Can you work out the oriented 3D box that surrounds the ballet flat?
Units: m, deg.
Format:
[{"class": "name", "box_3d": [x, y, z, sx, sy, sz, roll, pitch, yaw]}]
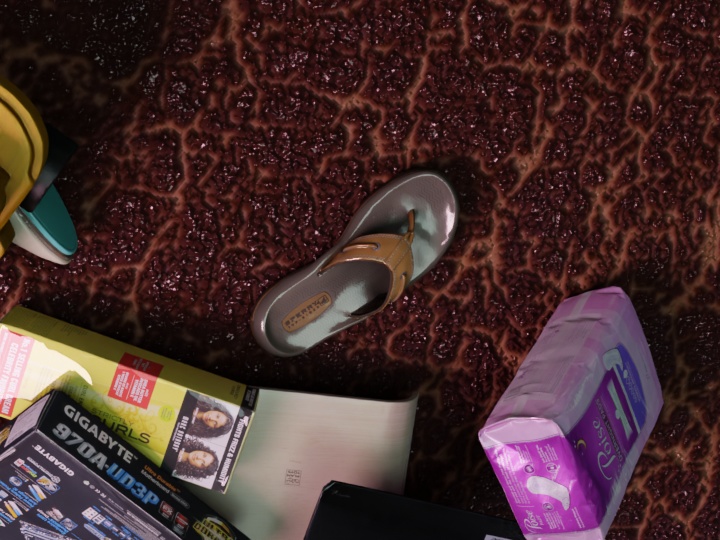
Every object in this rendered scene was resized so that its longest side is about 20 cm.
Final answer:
[{"class": "ballet flat", "box_3d": [-0.276, -0.084, 0.895, 0.069, 0.069, 0.201, -29, 108, -6]}]

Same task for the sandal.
[{"class": "sandal", "box_3d": [0.000, 0.000, 0.987, 0.199, 0.055, 0.082, -35, 110, -4]}]

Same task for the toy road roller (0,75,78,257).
[{"class": "toy road roller", "box_3d": [-0.282, -0.040, 0.793, 0.123, 0.146, 0.200, 37, 101, -15]}]

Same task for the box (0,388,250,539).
[{"class": "box", "box_3d": [-0.205, 0.195, 0.947, 0.200, 0.046, 0.159, 42, 125, -20]}]

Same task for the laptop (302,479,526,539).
[{"class": "laptop", "box_3d": [0.010, 0.251, 1.019, 0.176, 0.200, 0.104, 16, 68, -18]}]

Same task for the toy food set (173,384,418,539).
[{"class": "toy food set", "box_3d": [-0.057, 0.158, 1.019, 0.198, 0.060, 0.145, 7, 103, -8]}]

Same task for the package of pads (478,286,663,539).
[{"class": "package of pads", "box_3d": [0.175, 0.113, 1.001, 0.075, 0.200, 0.121, -13, 112, 36]}]

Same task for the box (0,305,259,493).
[{"class": "box", "box_3d": [-0.181, 0.096, 0.942, 0.199, 0.050, 0.076, 21, 103, -4]}]
